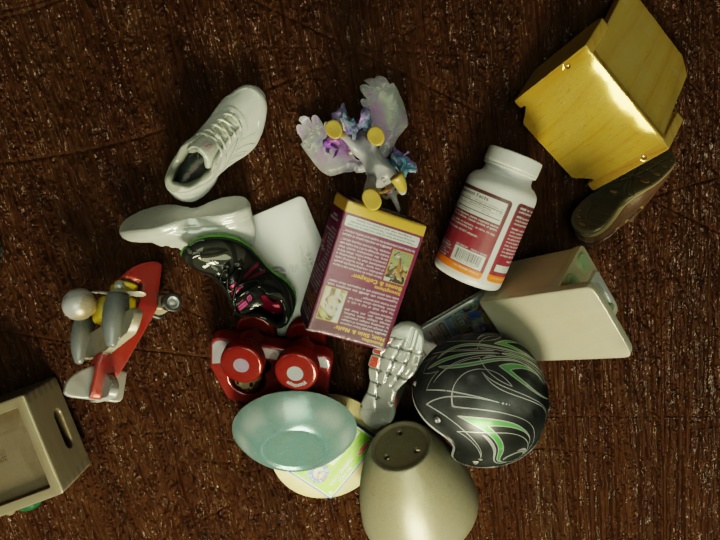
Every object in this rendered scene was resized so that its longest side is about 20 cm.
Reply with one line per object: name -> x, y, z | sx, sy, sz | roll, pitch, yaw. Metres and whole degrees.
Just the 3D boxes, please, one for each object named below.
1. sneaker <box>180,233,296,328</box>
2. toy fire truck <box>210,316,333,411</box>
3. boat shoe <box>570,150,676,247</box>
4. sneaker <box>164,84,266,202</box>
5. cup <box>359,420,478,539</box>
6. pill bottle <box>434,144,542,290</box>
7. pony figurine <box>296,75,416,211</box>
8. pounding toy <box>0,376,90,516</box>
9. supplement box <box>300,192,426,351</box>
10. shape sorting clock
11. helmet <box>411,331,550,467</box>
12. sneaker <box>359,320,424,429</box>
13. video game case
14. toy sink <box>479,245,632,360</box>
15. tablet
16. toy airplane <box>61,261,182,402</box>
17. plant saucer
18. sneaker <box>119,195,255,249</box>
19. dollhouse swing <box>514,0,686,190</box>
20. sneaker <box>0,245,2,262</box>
sneaker -> -0.171, 0.017, 0.827 | 0.199, 0.084, 0.077 | 35, 116, -28
toy fire truck -> -0.139, 0.166, 0.893 | 0.197, 0.112, 0.170 | 8, 115, 0
boat shoe -> 0.424, -0.117, 0.913 | 0.200, 0.072, 0.068 | -42, 140, -3
sneaker -> -0.200, -0.177, 0.791 | 0.078, 0.099, 0.201 | 37, 91, -12
cup -> 0.079, 0.330, 0.907 | 0.198, 0.201, 0.145 | -19, 119, -1
pill bottle -> 0.199, -0.081, 0.865 | 0.112, 0.113, 0.202 | 18, 103, -12
pony figurine -> 0.006, -0.170, 0.795 | 0.165, 0.200, 0.195 | -29, 92, 9
pounding toy -> -0.541, 0.297, 0.884 | 0.182, 0.142, 0.203 | -19, 96, -2
supplement box -> 0.000, 0.000, 0.860 | 0.129, 0.103, 0.202 | 17, 99, -16
shape sorting clock -> -0.058, 0.306, 0.980 | 0.197, 0.039, 0.203 | -1, 104, -6
helmet -> 0.186, 0.190, 0.873 | 0.198, 0.201, 0.192 | -28, 125, 2
sneaker -> 0.052, 0.162, 0.934 | 0.076, 0.082, 0.202 | 26, 112, 8
video game case -> 0.185, 0.126, 0.970 | 0.198, 0.018, 0.144 | -30, 106, 2
toy sink -> 0.311, 0.050, 0.863 | 0.131, 0.199, 0.112 | 52, 56, -16
tablet -> -0.113, -0.003, 0.901 | 0.129, 0.014, 0.202 | -22, 106, 0
toy airplane -> -0.363, 0.086, 0.799 | 0.141, 0.199, 0.200 | 39, 100, -26
plant saucer -> -0.103, 0.267, 0.883 | 0.198, 0.039, 0.203 | -2, 130, -2
sneaker -> -0.255, -0.050, 0.843 | 0.197, 0.076, 0.089 | -6, 126, 2
dollhouse swing -> 0.376, -0.280, 0.872 | 0.200, 0.177, 0.181 | 40, 139, -16
sneaker -> -0.608, 0.009, 0.814 | 0.199, 0.075, 0.079 | -39, 103, 3
